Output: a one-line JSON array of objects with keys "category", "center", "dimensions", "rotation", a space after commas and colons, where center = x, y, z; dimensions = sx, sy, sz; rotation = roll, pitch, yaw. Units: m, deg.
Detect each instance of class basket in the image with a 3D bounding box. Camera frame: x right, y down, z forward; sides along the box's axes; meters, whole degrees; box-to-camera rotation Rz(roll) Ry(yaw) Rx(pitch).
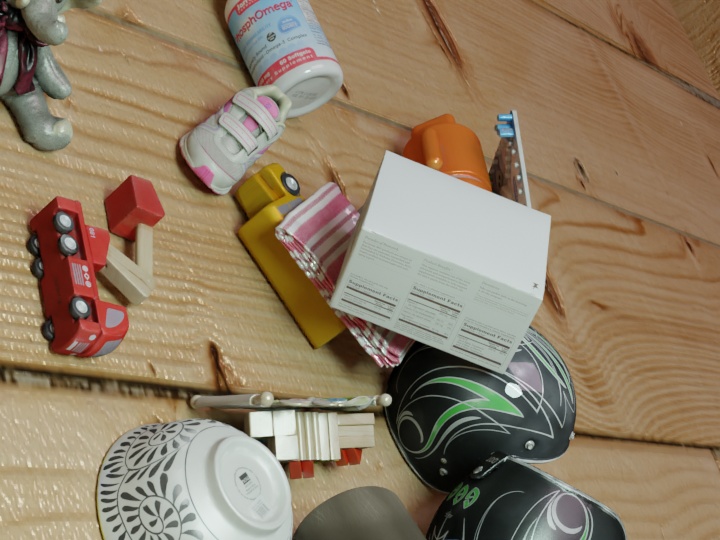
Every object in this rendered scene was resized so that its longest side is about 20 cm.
[{"category": "basket", "center": [0.024, 0.300, 1.119], "dimensions": [0.134, 0.182, 0.201], "rotation": [-8, 42, -23]}]

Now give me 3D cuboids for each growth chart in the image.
[{"category": "growth chart", "center": [-0.063, 0.128, 1.255], "dimensions": [0.199, 0.143, 0.018], "rotation": [7, 79, -49]}]

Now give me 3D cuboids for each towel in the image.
[{"category": "towel", "center": [0.000, 0.000, 1.437], "dimensions": [0.201, 0.030, 0.146], "rotation": [51, 31, -5]}]

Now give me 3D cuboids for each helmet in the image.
[{"category": "helmet", "center": [0.142, 0.142, 1.460], "dimensions": [0.199, 0.190, 0.202], "rotation": [34, 35, -29]}, {"category": "helmet", "center": [0.158, 0.304, 1.310], "dimensions": [0.199, 0.199, 0.192], "rotation": [34, 79, -29]}]

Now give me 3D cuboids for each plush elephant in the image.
[{"category": "plush elephant", "center": [-0.323, -0.233, 1.221], "dimensions": [0.164, 0.154, 0.202], "rotation": [13, 50, -48]}]

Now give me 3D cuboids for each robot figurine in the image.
[{"category": "robot figurine", "center": [0.121, -0.118, 1.766], "dimensions": [0.115, 0.145, 0.202], "rotation": [5, 49, -16]}]

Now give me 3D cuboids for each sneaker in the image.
[{"category": "sneaker", "center": [-0.138, -0.161, 1.474], "dimensions": [0.081, 0.088, 0.201], "rotation": [45, 32, -14]}]

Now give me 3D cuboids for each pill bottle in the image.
[{"category": "pill bottle", "center": [-0.107, -0.304, 1.640], "dimensions": [0.108, 0.108, 0.202], "rotation": [-1, 59, -54]}]

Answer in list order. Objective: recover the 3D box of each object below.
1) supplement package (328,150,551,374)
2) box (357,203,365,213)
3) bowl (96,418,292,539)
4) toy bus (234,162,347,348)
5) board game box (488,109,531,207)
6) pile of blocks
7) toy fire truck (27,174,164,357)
[{"category": "supplement package", "center": [0.088, -0.011, 1.370], "dimensions": [0.198, 0.112, 0.157], "rotation": [22, 37, -3]}, {"category": "box", "center": [0.082, -0.008, 1.604], "dimensions": [0.199, 0.112, 0.102], "rotation": [25, 40, -37]}, {"category": "bowl", "center": [-0.123, 0.204, 1.128], "dimensions": [0.200, 0.094, 0.202], "rotation": [34, 36, -29]}, {"category": "toy bus", "center": [-0.072, -0.018, 1.449], "dimensions": [0.201, 0.065, 0.078], "rotation": [56, 32, 2]}, {"category": "board game box", "center": [0.192, -0.080, 1.754], "dimensions": [0.025, 0.201, 0.203], "rotation": [-2, 64, -7]}, {"category": "pile of blocks", "center": [-0.058, 0.174, 1.271], "dimensions": [0.199, 0.081, 0.063], "rotation": [13, 69, -57]}, {"category": "toy fire truck", "center": [-0.239, -0.006, 1.218], "dimensions": [0.140, 0.049, 0.202], "rotation": [16, 47, -47]}]
